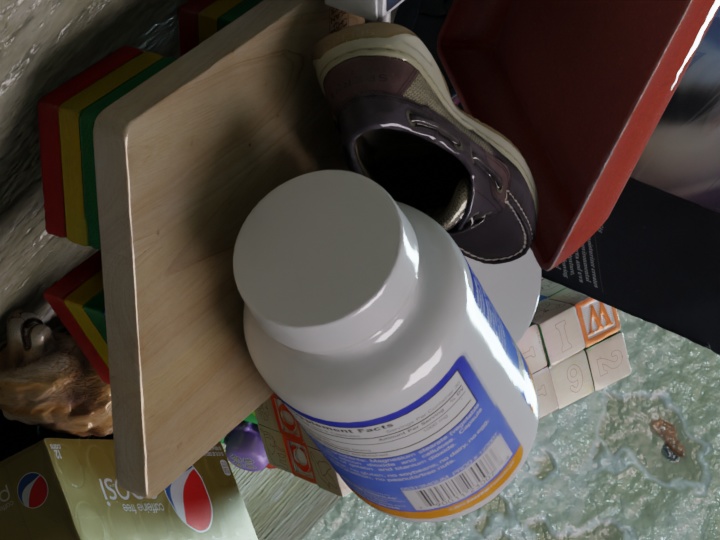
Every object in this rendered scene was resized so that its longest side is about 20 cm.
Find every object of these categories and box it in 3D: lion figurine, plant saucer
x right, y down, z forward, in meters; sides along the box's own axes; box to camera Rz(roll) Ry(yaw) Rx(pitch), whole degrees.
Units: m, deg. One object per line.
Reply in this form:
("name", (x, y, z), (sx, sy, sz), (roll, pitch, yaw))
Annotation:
("lion figurine", (-0.103, 0.046, 1.544), (0.122, 0.073, 0.200), (-1, -174, 43))
("plant saucer", (0.118, -0.134, 1.462), (0.037, 0.200, 0.200), (7, 128, -25))

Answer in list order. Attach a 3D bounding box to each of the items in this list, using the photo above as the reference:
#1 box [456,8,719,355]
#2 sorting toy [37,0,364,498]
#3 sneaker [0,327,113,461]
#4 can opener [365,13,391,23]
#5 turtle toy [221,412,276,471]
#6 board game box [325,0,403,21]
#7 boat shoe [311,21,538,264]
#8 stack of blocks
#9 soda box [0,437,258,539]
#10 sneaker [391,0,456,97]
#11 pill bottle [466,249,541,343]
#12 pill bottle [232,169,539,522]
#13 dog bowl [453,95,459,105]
("box", (0.199, -0.076, 1.680), (0.200, 0.198, 0.123), (-41, 139, -31))
("sorting toy", (-0.078, -0.029, 1.349), (0.200, 0.070, 0.199), (-41, 139, -47))
("sneaker", (-0.161, 0.070, 1.596), (0.200, 0.075, 0.079), (-46, 169, -26))
("can opener", (0.004, -0.118, 1.428), (0.066, 0.053, 0.200), (-19, 130, -34))
("turtle toy", (-0.072, 0.075, 1.793), (0.200, 0.146, 0.101), (2, 114, -28))
("board game box", (0.049, -0.219, 1.348), (0.200, 0.035, 0.126), (-42, 143, -43))
("boat shoe", (0.033, -0.046, 1.376), (0.072, 0.065, 0.200), (-11, 149, 19))
("stack of blocks", (0.048, 0.065, 1.697), (0.200, 0.059, 0.115), (-25, -159, -26))
("soda box", (-0.137, 0.136, 1.563), (0.064, 0.068, 0.200), (-28, 165, 22))
("sneaker", (0.099, -0.177, 1.660), (0.202, 0.077, 0.146), (-52, -160, -11))
("pill bottle", (0.000, 0.000, 1.648), (0.200, 0.114, 0.114), (2, -146, 42))
("pill bottle", (0.009, 0.034, 1.351), (0.112, 0.112, 0.200), (-48, 147, -9))
("dog bowl", (0.027, -0.104, 1.802), (0.200, 0.074, 0.200), (-49, 173, -9))
